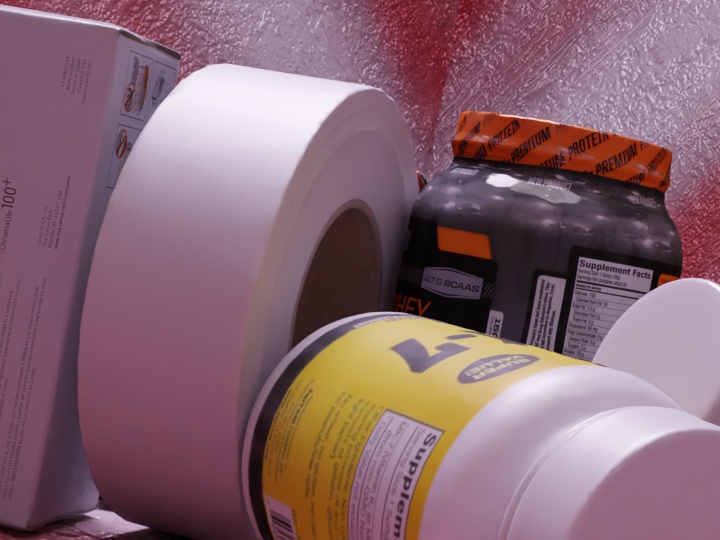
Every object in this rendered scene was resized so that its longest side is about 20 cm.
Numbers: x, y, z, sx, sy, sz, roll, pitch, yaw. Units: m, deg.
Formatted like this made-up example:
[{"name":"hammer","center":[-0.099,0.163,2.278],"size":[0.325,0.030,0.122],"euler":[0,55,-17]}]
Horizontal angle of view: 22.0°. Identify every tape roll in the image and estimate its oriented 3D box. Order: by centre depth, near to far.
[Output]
[{"name":"tape roll","center":[-0.040,0.017,0.779],"size":[0.071,0.203,0.202],"euler":[10,1,19]}]

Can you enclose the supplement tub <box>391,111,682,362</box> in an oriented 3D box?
[{"name":"supplement tub","center":[0.072,0.037,0.813],"size":[0.122,0.200,0.123],"euler":[11,0,0]}]

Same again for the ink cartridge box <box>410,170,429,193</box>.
[{"name":"ink cartridge box","center":[0.000,0.000,0.935],"size":[0.109,0.050,0.200],"euler":[10,-16,19]}]

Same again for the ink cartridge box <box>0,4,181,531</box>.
[{"name":"ink cartridge box","center":[-0.184,-0.012,0.767],"size":[0.175,0.200,0.084],"euler":[12,2,12]}]

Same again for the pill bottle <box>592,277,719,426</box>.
[{"name":"pill bottle","center":[0.182,0.082,0.724],"size":[0.200,0.109,0.109],"euler":[32,-9,-29]}]

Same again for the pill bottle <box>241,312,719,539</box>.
[{"name":"pill bottle","center":[0.049,0.081,0.630],"size":[0.114,0.115,0.200],"euler":[10,2,-29]}]

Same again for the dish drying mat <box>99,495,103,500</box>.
[{"name":"dish drying mat","center":[-0.112,0.011,0.860],"size":[0.077,0.200,0.018],"euler":[15,-28,-11]}]
